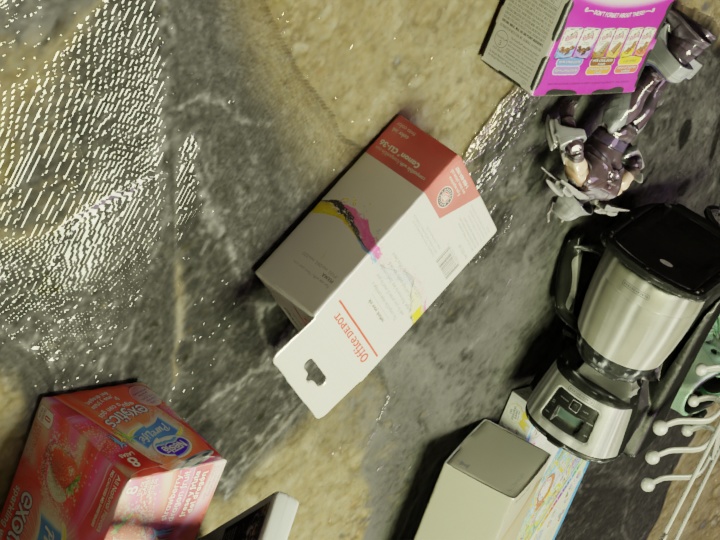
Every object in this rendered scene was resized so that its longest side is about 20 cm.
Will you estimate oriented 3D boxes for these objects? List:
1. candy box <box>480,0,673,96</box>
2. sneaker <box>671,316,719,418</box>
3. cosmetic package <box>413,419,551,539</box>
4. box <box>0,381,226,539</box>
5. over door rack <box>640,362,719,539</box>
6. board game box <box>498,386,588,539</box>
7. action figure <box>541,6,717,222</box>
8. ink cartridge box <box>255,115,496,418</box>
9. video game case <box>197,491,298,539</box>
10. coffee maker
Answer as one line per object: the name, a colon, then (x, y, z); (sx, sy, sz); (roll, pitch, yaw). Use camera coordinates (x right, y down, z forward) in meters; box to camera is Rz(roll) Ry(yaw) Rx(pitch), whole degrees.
candy box: (0.183, -0.231, 1.515); (0.136, 0.061, 0.200); (-7, 127, -48)
sneaker: (0.338, 0.065, 1.951); (0.200, 0.118, 0.074); (-36, 144, -25)
cosmetic package: (0.092, 0.247, 1.837); (0.104, 0.073, 0.200); (-38, 153, -58)
box: (-0.186, 0.190, 1.422); (0.095, 0.103, 0.200); (-7, 128, -49)
over door rack: (0.278, 0.196, 1.813); (0.148, 0.066, 0.200); (83, 24, -63)
board game box: (0.161, 0.192, 1.931); (0.134, 0.034, 0.200); (-11, 130, -47)
action figure: (0.210, -0.120, 1.659); (0.200, 0.069, 0.130); (-56, 155, 13)
ink cartridge box: (0.000, 0.000, 1.504); (0.200, 0.067, 0.117); (-48, 148, -10)
video game case: (-0.114, 0.273, 1.495); (0.182, 0.023, 0.200); (-39, -151, 60)
coffee maker: (0.252, 0.055, 1.804); (0.192, 0.135, 0.200); (-4, 131, -38)
